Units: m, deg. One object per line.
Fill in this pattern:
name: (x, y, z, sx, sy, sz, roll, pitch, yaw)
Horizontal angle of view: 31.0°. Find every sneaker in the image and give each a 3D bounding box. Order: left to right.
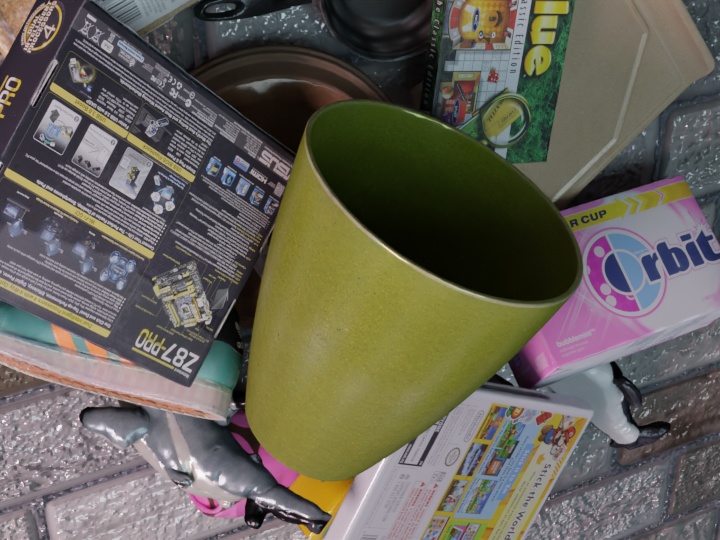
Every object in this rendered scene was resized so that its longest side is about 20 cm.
sneaker: (-0.174, 0.037, 0.855, 0.198, 0.071, 0.081, 16, 75, -6)

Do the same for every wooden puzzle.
wooden puzzle: (0.152, -0.145, 0.966, 0.200, 0.037, 0.185, -41, 132, 6)

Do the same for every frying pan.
frying pan: (-0.009, -0.175, 0.849, 0.189, 0.031, 0.116, -30, 129, -5)

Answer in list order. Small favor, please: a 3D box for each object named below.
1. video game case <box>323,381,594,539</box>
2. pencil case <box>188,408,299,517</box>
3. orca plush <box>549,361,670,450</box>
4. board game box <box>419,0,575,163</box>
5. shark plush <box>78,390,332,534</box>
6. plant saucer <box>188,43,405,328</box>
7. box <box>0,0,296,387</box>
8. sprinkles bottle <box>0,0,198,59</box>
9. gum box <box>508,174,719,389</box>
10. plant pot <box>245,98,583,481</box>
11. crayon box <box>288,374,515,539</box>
video game case: (0.064, 0.172, 0.961, 0.181, 0.023, 0.202, 13, 111, -38)
pencil case: (-0.035, 0.139, 1.016, 0.198, 0.090, 0.095, -1, 94, -32)
orca plush: (0.216, 0.086, 1.133, 0.199, 0.105, 0.072, 37, 65, -32)
board game box: (0.096, -0.169, 0.872, 0.104, 0.023, 0.202, -7, 116, -28)
shark plush: (-0.107, 0.111, 0.886, 0.084, 0.200, 0.091, -55, 153, 10)
plant saucer: (-0.056, -0.049, 0.866, 0.197, 0.030, 0.202, -4, 113, -9)
box: (-0.135, -0.039, 0.743, 0.200, 0.049, 0.163, 33, 80, -49)
sprinkles bottle: (-0.123, -0.179, 0.755, 0.199, 0.068, 0.069, -32, 132, -7)
gum box: (0.197, 0.007, 1.022, 0.198, 0.114, 0.066, -17, 164, -24)
plant pot: (0.009, 0.030, 0.812, 0.185, 0.188, 0.201, 7, 128, -33)
crayon box: (0.030, 0.152, 0.975, 0.125, 0.052, 0.201, 32, 98, -42)
